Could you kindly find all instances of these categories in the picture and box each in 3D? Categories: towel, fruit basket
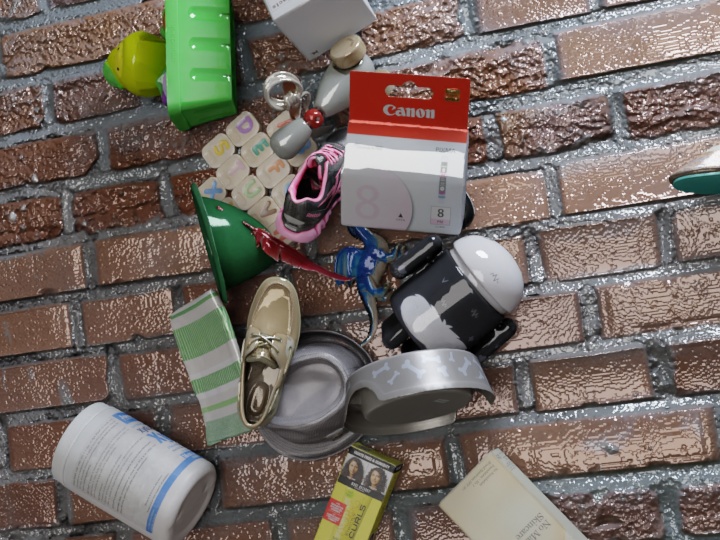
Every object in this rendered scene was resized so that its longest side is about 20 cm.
[{"bbox_3d":[-0.206,0.137,1.518,0.152,0.023,0.201,-28,77,52],"label":"towel"},{"bbox_3d":[-0.280,-0.307,1.559,0.214,0.156,0.217,0,85,-2],"label":"fruit basket"}]

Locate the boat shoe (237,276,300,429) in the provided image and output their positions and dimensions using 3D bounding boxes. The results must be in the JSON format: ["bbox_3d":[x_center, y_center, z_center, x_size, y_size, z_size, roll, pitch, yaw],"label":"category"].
[{"bbox_3d":[-0.122,0.108,1.416,0.072,0.065,0.201,12,88,0],"label":"boat shoe"}]

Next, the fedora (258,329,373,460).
[{"bbox_3d":[-0.076,0.172,1.486,0.199,0.090,0.178,-20,81,14],"label":"fedora"}]

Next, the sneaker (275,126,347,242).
[{"bbox_3d":[-0.048,-0.133,1.466,0.079,0.096,0.200,21,56,12],"label":"sneaker"}]

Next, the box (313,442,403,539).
[{"bbox_3d":[-0.013,0.341,1.478,0.075,0.050,0.201,23,93,15],"label":"box"}]

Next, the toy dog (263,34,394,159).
[{"bbox_3d":[-0.054,-0.246,1.504,0.199,0.096,0.132,-26,120,-16],"label":"toy dog"}]

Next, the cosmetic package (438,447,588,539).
[{"bbox_3d":[0.209,0.339,1.404,0.200,0.073,0.104,44,98,15],"label":"cosmetic package"}]

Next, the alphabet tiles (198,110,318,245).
[{"bbox_3d":[-0.143,-0.127,1.566,0.195,0.015,0.200,-39,77,10],"label":"alphabet tiles"}]

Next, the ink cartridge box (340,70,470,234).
[{"bbox_3d":[0.057,-0.149,1.400,0.162,0.057,0.201,5,122,8],"label":"ink cartridge box"}]

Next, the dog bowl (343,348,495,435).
[{"bbox_3d":[0.071,0.157,1.398,0.199,0.200,0.059,-16,68,14],"label":"dog bowl"}]

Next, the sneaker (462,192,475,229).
[{"bbox_3d":[0.070,-0.130,1.466,0.070,0.090,0.200,-45,76,9],"label":"sneaker"}]

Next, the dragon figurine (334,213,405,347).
[{"bbox_3d":[0.000,0.000,1.493,0.099,0.059,0.201,13,89,16],"label":"dragon figurine"}]

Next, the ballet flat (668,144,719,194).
[{"bbox_3d":[0.491,-0.134,1.369,0.199,0.068,0.068,1,67,11],"label":"ballet flat"}]

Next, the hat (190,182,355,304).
[{"bbox_3d":[-0.128,-0.048,1.518,0.175,0.166,0.201,-16,84,-10],"label":"hat"}]

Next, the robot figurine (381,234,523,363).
[{"bbox_3d":[0.119,0.042,1.426,0.200,0.150,0.125,-40,52,10],"label":"robot figurine"}]

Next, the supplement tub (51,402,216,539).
[{"bbox_3d":[-0.317,0.286,1.526,0.199,0.132,0.132,27,94,15],"label":"supplement tub"}]

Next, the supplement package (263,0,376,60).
[{"bbox_3d":[-0.080,-0.415,1.493,0.117,0.117,0.201,-29,65,11],"label":"supplement package"}]
